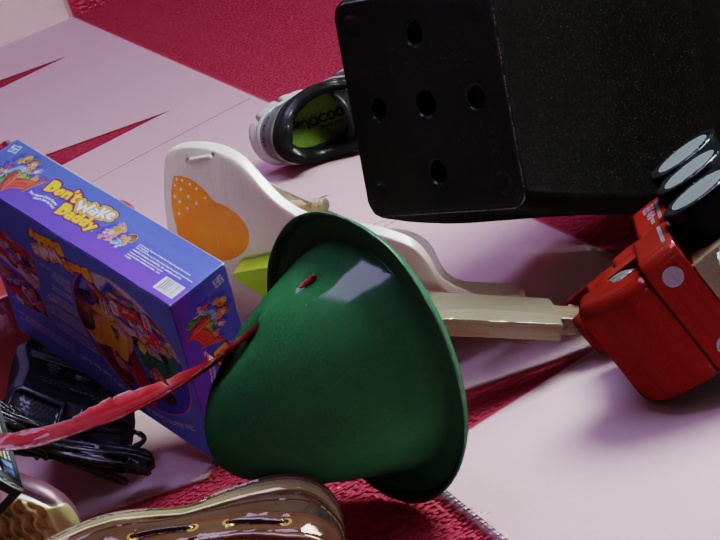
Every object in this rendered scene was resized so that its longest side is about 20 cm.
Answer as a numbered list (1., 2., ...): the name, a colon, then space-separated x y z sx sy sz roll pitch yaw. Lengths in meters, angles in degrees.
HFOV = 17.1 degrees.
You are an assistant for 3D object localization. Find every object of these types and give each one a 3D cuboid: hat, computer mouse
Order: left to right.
1. computer mouse: -0.192 0.093 1.512 0.138 0.053 0.200 19 12 -3
2. hat: -0.067 0.082 1.243 0.176 0.166 0.200 -25 -14 -30

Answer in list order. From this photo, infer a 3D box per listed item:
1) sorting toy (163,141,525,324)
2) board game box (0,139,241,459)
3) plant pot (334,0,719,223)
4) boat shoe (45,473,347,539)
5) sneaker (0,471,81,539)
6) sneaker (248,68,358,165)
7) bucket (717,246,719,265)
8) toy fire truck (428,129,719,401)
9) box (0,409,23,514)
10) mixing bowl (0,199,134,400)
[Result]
1. sorting toy: 0.000 0.000 1.476 0.179 0.107 0.200 2 -14 40
2. board game box: -0.151 0.017 1.477 0.045 0.135 0.200 -39 48 -26
3. plant pot: 0.101 -0.118 1.478 0.177 0.201 0.199 -18 11 -43
4. boat shoe: -0.102 0.159 1.211 0.199 0.072 0.068 -19 14 -2
5. sneaker: -0.228 0.135 1.434 0.199 0.075 0.090 -5 27 39
6. sneaker: 0.001 -0.145 2.056 0.199 0.074 0.087 -27 17 -5
7. bucket: 0.276 0.024 1.078 0.206 0.135 0.207 -18 17 6
8. toy fire truck: 0.141 0.015 1.342 0.200 0.129 0.176 -38 8 11
9. box: -0.275 0.113 1.378 0.160 0.049 0.200 -48 35 15
10. mixing bowl: -0.232 0.039 1.681 0.199 0.109 0.200 -20 16 6
